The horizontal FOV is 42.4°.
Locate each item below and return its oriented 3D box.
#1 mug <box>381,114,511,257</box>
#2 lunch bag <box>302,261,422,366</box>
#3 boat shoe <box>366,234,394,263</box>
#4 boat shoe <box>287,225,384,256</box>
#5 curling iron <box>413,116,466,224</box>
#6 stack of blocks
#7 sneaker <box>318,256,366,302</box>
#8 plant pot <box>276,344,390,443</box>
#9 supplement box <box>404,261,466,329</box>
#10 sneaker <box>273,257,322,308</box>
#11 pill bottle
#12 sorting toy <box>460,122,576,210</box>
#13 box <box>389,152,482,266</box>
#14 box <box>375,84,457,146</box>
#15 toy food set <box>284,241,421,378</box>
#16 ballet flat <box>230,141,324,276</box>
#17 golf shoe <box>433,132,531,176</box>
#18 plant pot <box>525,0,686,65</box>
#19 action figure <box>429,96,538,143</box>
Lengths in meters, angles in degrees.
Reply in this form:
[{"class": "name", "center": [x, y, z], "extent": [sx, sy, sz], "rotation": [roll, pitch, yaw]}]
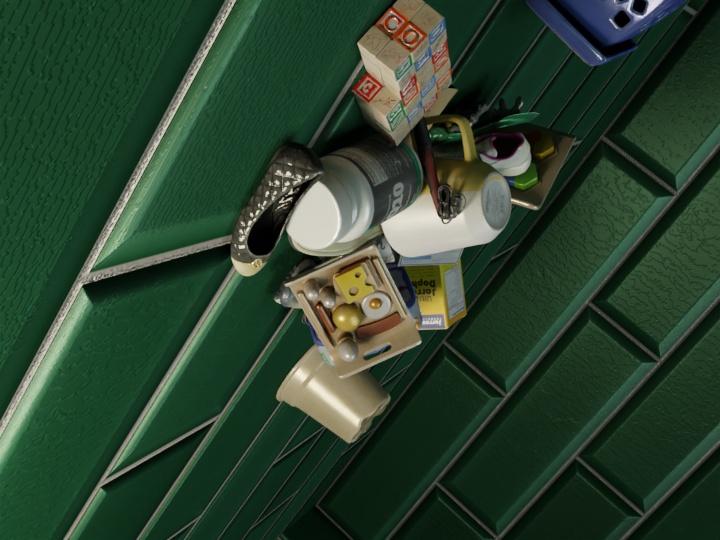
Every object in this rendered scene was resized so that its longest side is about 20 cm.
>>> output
[{"class": "mug", "center": [0.122, -0.108, 1.319], "extent": [0.150, 0.153, 0.187], "rotation": [-54, 129, -35]}, {"class": "lunch bag", "center": [0.000, 0.069, 1.587], "extent": [0.199, 0.160, 0.076], "rotation": [-21, 127, 4]}, {"class": "boat shoe", "center": [0.038, -0.049, 1.624], "extent": [0.069, 0.071, 0.200], "rotation": [-14, 143, -46]}, {"class": "boat shoe", "center": [-0.029, -0.064, 1.348], "extent": [0.200, 0.072, 0.068], "rotation": [-21, -168, -39]}, {"class": "curling iron", "center": [0.097, -0.160, 1.256], "extent": [0.050, 0.201, 0.026], "rotation": [-25, 167, 41]}, {"class": "stack of blocks", "center": [0.050, -0.241, 1.138], "extent": [0.115, 0.059, 0.200], "rotation": [-48, 167, -3]}, {"class": "sneaker", "center": [0.000, 0.000, 1.442], "extent": [0.071, 0.073, 0.200], "rotation": [-46, 128, -17]}, {"class": "plant pot", "center": [-0.045, 0.259, 1.972], "extent": [0.200, 0.183, 0.201], "rotation": [-46, 166, -15]}, {"class": "supplement box", "center": [0.119, 0.001, 1.721], "extent": [0.109, 0.109, 0.201], "rotation": [-22, 107, -63]}, {"class": "sneaker", "center": [-0.064, 0.032, 1.475], "extent": [0.078, 0.086, 0.200], "rotation": [-54, 167, 17]}, {"class": "pill bottle", "center": [-0.011, -0.103, 1.208], "extent": [0.200, 0.113, 0.113], "rotation": [-33, 159, -51]}, {"class": "sorting toy", "center": [0.255, -0.200, 1.605], "extent": [0.200, 0.185, 0.037], "rotation": [-56, 154, -33]}, {"class": "box", "center": [0.124, -0.098, 1.519], "extent": [0.116, 0.060, 0.200], "rotation": [-1, 136, -17]}, {"class": "box", "center": [0.057, -0.196, 1.377], "extent": [0.200, 0.021, 0.163], "rotation": [-55, 166, 21]}, {"class": "toy food set", "center": [-0.008, 0.062, 1.388], "extent": [0.143, 0.060, 0.200], "rotation": [-25, 124, 4]}, {"class": "ballet flat", "center": [-0.105, -0.064, 1.115], "extent": [0.066, 0.057, 0.200], "rotation": [-12, 142, -45]}, {"class": "golf shoe", "center": [0.183, -0.194, 1.533], "extent": [0.199, 0.076, 0.092], "rotation": [-9, 162, 3]}, {"class": "plant pot", "center": [0.376, -0.430, 1.401], "extent": [0.180, 0.200, 0.200], "rotation": [-50, 169, 36]}, {"class": "action figure", "center": [0.184, -0.246, 1.535], "extent": [0.200, 0.055, 0.118], "rotation": [-23, -165, -34]}]
